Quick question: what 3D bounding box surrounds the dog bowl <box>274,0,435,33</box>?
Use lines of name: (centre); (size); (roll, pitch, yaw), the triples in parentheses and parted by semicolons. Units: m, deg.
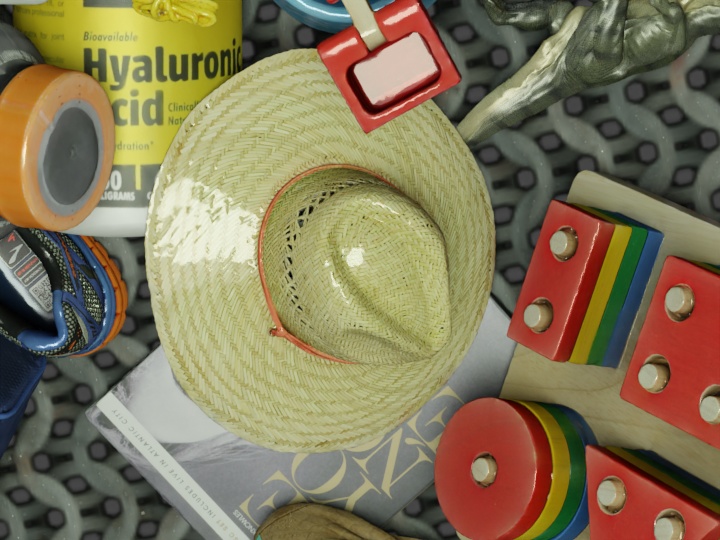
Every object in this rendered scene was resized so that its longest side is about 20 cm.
dog bowl: (-0.017, -0.210, 1.079); (0.111, 0.050, 0.201); (-14, 99, 7)

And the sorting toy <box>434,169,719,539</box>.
sorting toy: (0.126, 0.073, 1.039); (0.069, 0.200, 0.199); (9, 103, -43)

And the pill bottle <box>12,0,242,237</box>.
pill bottle: (-0.112, -0.123, 1.073); (0.111, 0.111, 0.201); (1, 101, 4)

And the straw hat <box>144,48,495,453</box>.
straw hat: (0.000, 0.000, 1.045); (0.200, 0.085, 0.202); (-6, 103, -27)

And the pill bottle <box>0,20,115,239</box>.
pill bottle: (-0.211, -0.068, 1.015); (0.199, 0.106, 0.107); (11, 103, 25)

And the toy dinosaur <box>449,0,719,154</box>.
toy dinosaur: (0.104, -0.121, 1.092); (0.199, 0.047, 0.088); (-27, 105, 12)

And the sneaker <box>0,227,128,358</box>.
sneaker: (-0.198, -0.031, 1.115); (0.200, 0.078, 0.075); (40, 101, -4)

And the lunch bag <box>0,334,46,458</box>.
lunch bag: (-0.260, 0.066, 1.110); (0.200, 0.136, 0.132); (36, 103, -3)

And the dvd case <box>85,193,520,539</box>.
dvd case: (-0.020, 0.062, 1.152); (0.200, 0.016, 0.149); (-42, 96, 11)

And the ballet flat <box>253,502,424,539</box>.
ballet flat: (0.041, 0.170, 1.131); (0.199, 0.072, 0.068); (20, 105, -6)

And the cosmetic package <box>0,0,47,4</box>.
cosmetic package: (-0.242, -0.227, 1.005); (0.165, 0.165, 0.201); (-4, 104, -39)

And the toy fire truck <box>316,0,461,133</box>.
toy fire truck: (-0.022, -0.165, 0.992); (0.049, 0.141, 0.200); (-28, 98, 9)

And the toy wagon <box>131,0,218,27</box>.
toy wagon: (-0.053, -0.199, 0.933); (0.155, 0.040, 0.201); (12, 76, 22)
